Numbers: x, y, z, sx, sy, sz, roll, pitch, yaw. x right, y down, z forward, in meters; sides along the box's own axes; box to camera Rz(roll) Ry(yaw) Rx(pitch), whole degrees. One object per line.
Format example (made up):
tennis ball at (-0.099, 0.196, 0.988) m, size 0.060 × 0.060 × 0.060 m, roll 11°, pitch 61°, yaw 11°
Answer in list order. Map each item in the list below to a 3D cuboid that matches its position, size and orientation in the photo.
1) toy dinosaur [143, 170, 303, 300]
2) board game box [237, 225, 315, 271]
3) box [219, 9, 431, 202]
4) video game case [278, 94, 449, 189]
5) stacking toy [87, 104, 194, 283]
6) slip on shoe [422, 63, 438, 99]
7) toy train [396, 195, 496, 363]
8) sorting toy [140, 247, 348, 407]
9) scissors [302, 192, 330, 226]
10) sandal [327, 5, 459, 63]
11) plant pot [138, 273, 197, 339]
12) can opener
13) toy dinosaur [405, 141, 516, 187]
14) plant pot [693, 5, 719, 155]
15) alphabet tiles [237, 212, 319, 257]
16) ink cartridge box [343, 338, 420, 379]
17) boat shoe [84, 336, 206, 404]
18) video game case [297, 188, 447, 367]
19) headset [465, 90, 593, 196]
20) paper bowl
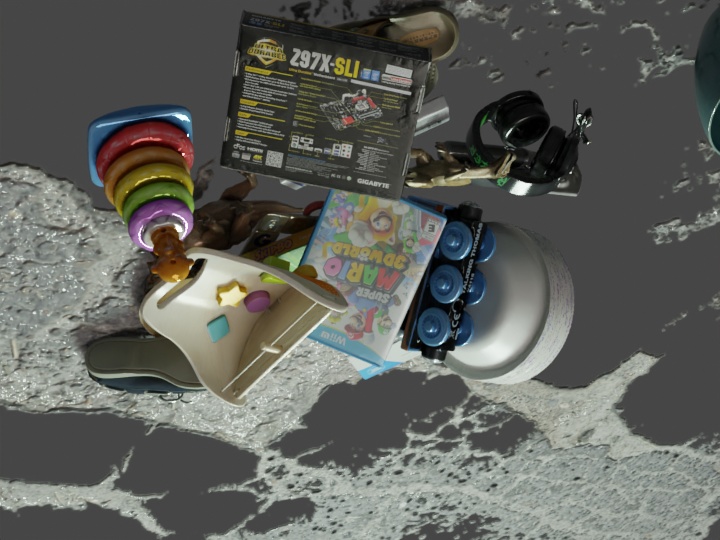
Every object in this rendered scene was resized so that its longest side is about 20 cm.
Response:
toy dinosaur at (-0.168, -0.046, 1.662) m, size 0.197 × 0.086 × 0.136 m, roll -16°, pitch 145°, yaw -15°
board game box at (-0.059, -0.014, 1.778) m, size 0.198 × 0.030 × 0.096 m, roll -23°, pitch 146°, yaw 7°
box at (-0.038, -0.168, 1.490) m, size 0.197 × 0.050 × 0.162 m, roll 10°, pitch 117°, yaw -2°
video game case at (0.006, -0.141, 1.616) m, size 0.198 × 0.018 × 0.143 m, roll -24°, pitch 179°, yaw 4°
stacking toy at (-0.211, -0.065, 1.507) m, size 0.114 × 0.202 × 0.110 m, roll -11°, pitch 144°, yaw -15°
slip on shoe at (-0.008, -0.183, 1.586) m, size 0.198 × 0.075 × 0.061 m, roll -28°, pitch 180°, yaw 0°
toy train at (0.091, 0.008, 1.769) m, size 0.086 × 0.113 × 0.203 m, roll 5°, pitch 101°, yaw -54°
sorting toy at (-0.148, 0.038, 1.646) m, size 0.179 × 0.108 × 0.200 m, roll 24°, pitch 126°, yaw -37°
scissors at (-0.013, -0.040, 1.807) m, size 0.072 × 0.014 × 0.200 m, roll -25°, pitch 144°, yaw 5°
sandal at (0.016, -0.224, 1.520) m, size 0.197 × 0.054 × 0.081 m, roll -20°, pitch 115°, yaw -7°
plant pot at (-0.174, 0.046, 1.789) m, size 0.197 × 0.028 × 0.201 m, roll -1°, pitch 149°, yaw -1°
can opener at (0.179, -0.118, 1.767) m, size 0.197 × 0.054 × 0.067 m, roll 4°, pitch 162°, yaw -22°
toy dinosaur at (0.075, -0.109, 1.623) m, size 0.198 × 0.059 × 0.101 m, roll 1°, pitch 169°, yaw 38°
plant pot at (0.468, -0.245, 1.680) m, size 0.197 × 0.136 × 0.201 m, roll -14°, pitch 145°, yaw -10°
alphabet tiles at (-0.061, -0.012, 1.812) m, size 0.198 × 0.008 × 0.168 m, roll 5°, pitch 141°, yaw -28°
ink cartridge box at (0.019, 0.063, 1.891) m, size 0.115 × 0.067 × 0.200 m, roll -24°, pitch 153°, yaw 6°
boat shoe at (-0.247, 0.127, 1.822) m, size 0.197 × 0.076 × 0.062 m, roll -2°, pitch 149°, yaw 3°
video game case at (0.000, 0.000, 1.722) m, size 0.141 × 0.018 × 0.202 m, roll 22°, pitch 104°, yaw -6°
headset at (0.204, -0.146, 1.697) m, size 0.199 × 0.124 × 0.094 m, roll -28°, pitch 157°, yaw -36°
paper bowl at (0.163, 0.039, 1.832) m, size 0.200 × 0.202 × 0.104 m, roll -41°, pitch 149°, yaw 26°
